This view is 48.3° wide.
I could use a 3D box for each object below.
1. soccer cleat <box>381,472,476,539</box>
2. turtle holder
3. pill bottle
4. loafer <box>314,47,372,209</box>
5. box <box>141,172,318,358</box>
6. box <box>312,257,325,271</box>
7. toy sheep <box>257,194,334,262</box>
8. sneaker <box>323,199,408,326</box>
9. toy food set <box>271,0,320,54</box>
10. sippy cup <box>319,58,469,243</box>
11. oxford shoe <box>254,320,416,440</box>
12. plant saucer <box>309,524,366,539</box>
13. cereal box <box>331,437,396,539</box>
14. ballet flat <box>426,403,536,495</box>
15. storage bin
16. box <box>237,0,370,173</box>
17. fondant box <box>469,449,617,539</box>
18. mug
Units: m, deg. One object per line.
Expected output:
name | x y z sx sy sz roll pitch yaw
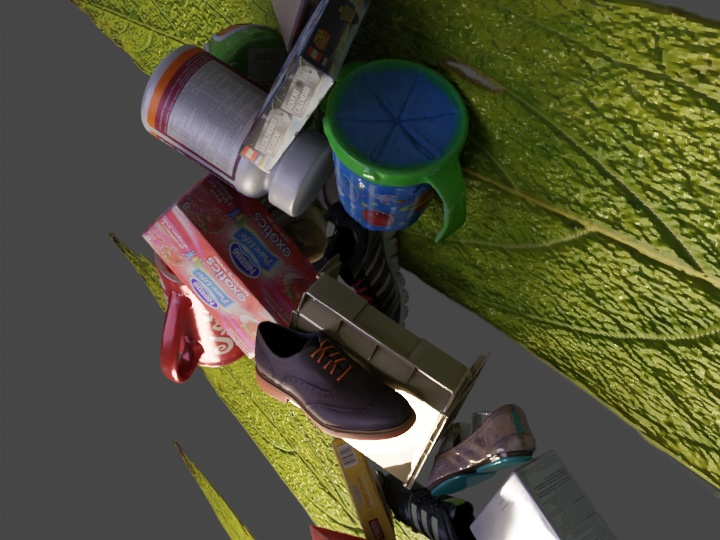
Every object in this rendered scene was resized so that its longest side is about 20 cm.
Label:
soccer cleat | 0.098 0.302 0.993 0.199 0.067 0.082 38 122 46
turtle holder | -0.136 -0.221 1.018 0.132 0.140 0.187 41 162 43
pill bottle | -0.130 -0.149 0.872 0.198 0.110 0.110 33 143 8
loafer | -0.017 -0.146 0.902 0.070 0.069 0.202 -124 30 -42
box | -0.144 -0.009 0.945 0.201 0.095 0.102 51 139 -12
box | -0.096 0.066 1.184 0.140 0.078 0.204 18 122 55
toy sheep | -0.105 -0.069 1.048 0.200 0.136 0.140 39 139 46
sneaker | 0.000 0.000 0.943 0.073 0.086 0.204 26 129 54
toy food set | -0.055 -0.348 0.872 0.201 0.059 0.146 122 135 -56
sippy cup | 0.029 -0.111 0.786 0.131 0.137 0.181 101 168 -61
oxford shoe | -0.033 0.108 0.806 0.197 0.071 0.074 17 130 30
plant saucer | 0.052 0.379 0.987 0.199 0.197 0.037 3 71 61
cereal box | 0.005 0.290 1.094 0.200 0.039 0.146 82 166 -82
ballet flat | 0.126 0.192 0.871 0.200 0.067 0.068 133 134 -55
storage bin | 0.017 0.112 0.893 0.198 0.094 0.200 33 140 14
box | -0.045 -0.206 0.776 0.039 0.202 0.137 30 137 -14
fondant box | 0.202 0.301 0.788 0.201 0.057 0.145 57 150 27
mug | -0.210 0.045 1.098 0.201 0.131 0.180 92 172 -56
